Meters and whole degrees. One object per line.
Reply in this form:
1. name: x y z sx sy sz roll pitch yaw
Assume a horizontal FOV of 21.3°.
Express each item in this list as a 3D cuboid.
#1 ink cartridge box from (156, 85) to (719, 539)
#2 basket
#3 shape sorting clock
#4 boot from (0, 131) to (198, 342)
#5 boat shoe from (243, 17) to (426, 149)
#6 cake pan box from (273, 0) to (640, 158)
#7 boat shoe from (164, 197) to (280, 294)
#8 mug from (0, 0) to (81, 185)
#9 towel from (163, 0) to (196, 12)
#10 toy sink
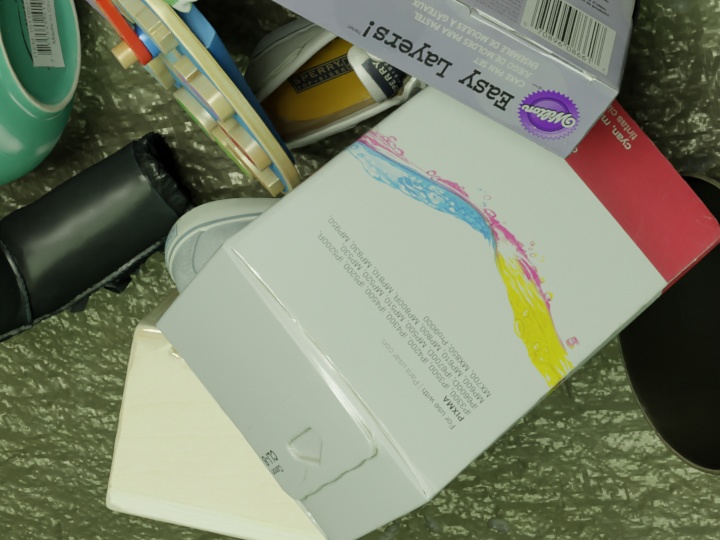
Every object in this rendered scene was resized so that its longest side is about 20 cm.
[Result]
1. ink cartridge box: 0.033 0.007 0.896 0.145 0.200 0.145 50 155 2
2. basket: 0.250 0.024 0.935 0.199 0.180 0.136 0 109 -19
3. shape sorting clock: -0.097 -0.110 0.892 0.039 0.200 0.200 -38 118 -3
4. boot: -0.168 -0.013 0.989 0.162 0.198 0.073 -29 82 2
5. boat shoe: 0.019 -0.112 0.950 0.200 0.070 0.071 -21 122 28
6. cake pan box: 0.036 -0.159 0.831 0.200 0.184 0.052 26 135 -10
7. boat shoe: 0.000 -0.001 1.007 0.200 0.072 0.070 -6 136 -15
8. mug: -0.214 -0.123 0.938 0.114 0.152 0.185 -6 141 19
9. towel: -0.139 -0.194 0.802 0.200 0.153 0.023 41 109 -16
10. toy sink: -0.050 0.066 1.076 0.130 0.200 0.112 12 102 5
